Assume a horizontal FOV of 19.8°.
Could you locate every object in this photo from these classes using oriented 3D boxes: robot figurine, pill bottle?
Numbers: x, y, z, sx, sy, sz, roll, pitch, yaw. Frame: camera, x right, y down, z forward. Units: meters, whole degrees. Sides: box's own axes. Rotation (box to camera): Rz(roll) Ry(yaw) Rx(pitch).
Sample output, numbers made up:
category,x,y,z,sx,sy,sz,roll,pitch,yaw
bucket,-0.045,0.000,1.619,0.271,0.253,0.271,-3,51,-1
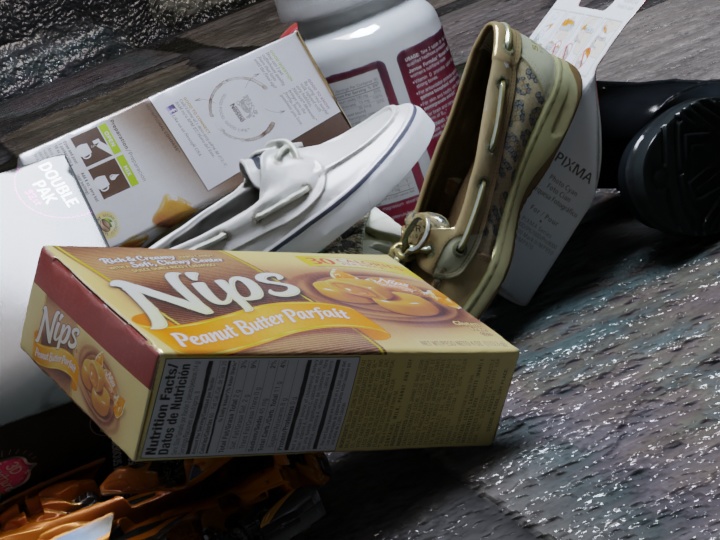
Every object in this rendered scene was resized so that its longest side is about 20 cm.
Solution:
category,x,y,z,sx,sy,sz,roll,pitch,yaw
robot figurine,-0.110,0.118,0.949,0.199,0.059,0.145,-22,13,-6
pill bottle,0.013,-0.115,1.373,0.109,0.201,0.110,-18,14,5

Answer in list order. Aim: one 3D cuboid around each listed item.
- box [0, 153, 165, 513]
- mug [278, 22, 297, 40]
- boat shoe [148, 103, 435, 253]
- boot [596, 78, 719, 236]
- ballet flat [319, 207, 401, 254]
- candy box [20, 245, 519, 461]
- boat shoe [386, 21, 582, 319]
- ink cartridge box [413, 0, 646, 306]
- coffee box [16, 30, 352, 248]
category,x,y,z,sx,sy,sz,roll,pitch,yaw
box,-0.212,0.057,1.029,0.199,0.149,0.125,-18,-32,-17
mug,-0.031,-0.110,1.577,0.177,0.134,0.200,-15,18,28
boat shoe,-0.047,-0.045,1.229,0.200,0.066,0.072,-37,18,1
boot,0.170,-0.070,1.239,0.168,0.077,0.200,-4,18,45
ballet flat,0.000,0.000,1.269,0.075,0.068,0.200,3,22,2
candy box,-0.040,0.036,0.944,0.199,0.056,0.115,1,23,-37
boat shoe,0.051,-0.038,1.127,0.073,0.063,0.201,1,62,60
ink cartridge box,0.114,-0.086,1.225,0.201,0.047,0.160,-55,15,2
coffee box,-0.115,-0.059,1.303,0.199,0.080,0.114,-27,-11,-20
